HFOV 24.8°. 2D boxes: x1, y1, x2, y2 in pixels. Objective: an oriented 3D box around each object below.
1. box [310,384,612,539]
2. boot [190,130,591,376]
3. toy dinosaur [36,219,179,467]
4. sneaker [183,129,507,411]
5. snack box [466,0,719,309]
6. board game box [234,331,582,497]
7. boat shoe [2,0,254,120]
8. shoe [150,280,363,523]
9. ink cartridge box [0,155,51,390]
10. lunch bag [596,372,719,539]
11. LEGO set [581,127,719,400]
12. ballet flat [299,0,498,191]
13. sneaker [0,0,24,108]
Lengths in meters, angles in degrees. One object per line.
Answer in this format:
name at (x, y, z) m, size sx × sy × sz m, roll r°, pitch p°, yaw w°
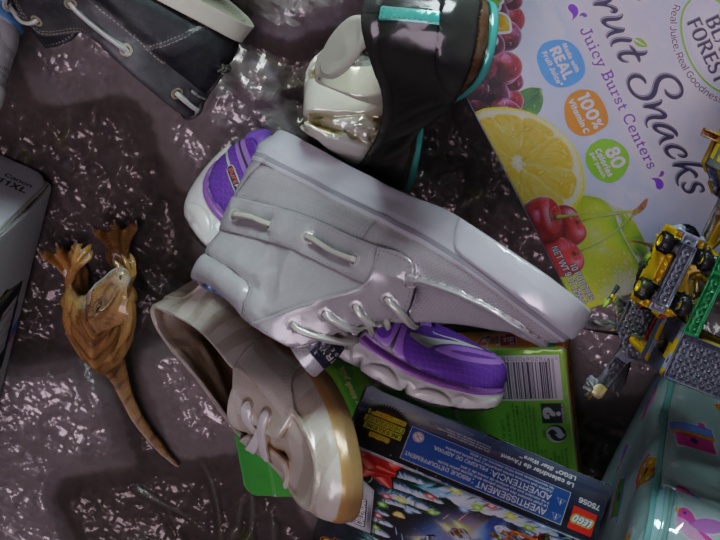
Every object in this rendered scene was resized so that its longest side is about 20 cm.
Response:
box at (0.044, 0.149, 0.897) m, size 0.136 × 0.040 × 0.201 m, roll 22°, pitch 146°, yaw 5°
boot at (0.008, 0.013, 0.776) m, size 0.199 × 0.073 × 0.096 m, roll 28°, pitch 85°, yaw 35°
toy dinosaur at (-0.146, 0.036, 0.920) m, size 0.060 × 0.107 × 0.200 m, roll -9°, pitch 157°, yaw -3°
sneaker at (0.000, 0.000, 0.856) m, size 0.200 × 0.081 × 0.084 m, roll 38°, pitch 95°, yaw 3°
snack box at (0.128, -0.095, 0.793) m, size 0.141 × 0.053 × 0.201 m, roll -23°, pitch 108°, yaw 22°
board game box at (0.023, 0.083, 0.925) m, size 0.198 × 0.030 × 0.096 m, roll -3°, pitch 114°, yaw 14°
boat shoe at (-0.154, -0.145, 0.815) m, size 0.199 × 0.072 × 0.068 m, roll 28°, pitch 108°, yaw -14°
shoe at (-0.055, 0.065, 0.846) m, size 0.053 × 0.200 × 0.070 m, roll -11°, pitch 125°, yaw -22°
ink cartridge box at (-0.278, 0.019, 0.943) m, size 0.145 × 0.083 × 0.201 m, roll 23°, pitch 120°, yaw 4°
lunch bag at (0.152, 0.149, 0.823) m, size 0.077 × 0.200 × 0.161 m, roll 23°, pitch 121°, yaw 4°
LEGO set at (0.206, 0.010, 0.761) m, size 0.198 × 0.116 × 0.155 m, roll 14°, pitch 101°, yaw -11°
ballet flat at (0.010, -0.089, 0.769) m, size 0.068 × 0.069 × 0.200 m, roll 8°, pitch 163°, yaw -8°
sneaker at (-0.271, -0.107, 0.866) m, size 0.198 × 0.075 × 0.087 m, roll -5°, pitch 72°, yaw 19°
